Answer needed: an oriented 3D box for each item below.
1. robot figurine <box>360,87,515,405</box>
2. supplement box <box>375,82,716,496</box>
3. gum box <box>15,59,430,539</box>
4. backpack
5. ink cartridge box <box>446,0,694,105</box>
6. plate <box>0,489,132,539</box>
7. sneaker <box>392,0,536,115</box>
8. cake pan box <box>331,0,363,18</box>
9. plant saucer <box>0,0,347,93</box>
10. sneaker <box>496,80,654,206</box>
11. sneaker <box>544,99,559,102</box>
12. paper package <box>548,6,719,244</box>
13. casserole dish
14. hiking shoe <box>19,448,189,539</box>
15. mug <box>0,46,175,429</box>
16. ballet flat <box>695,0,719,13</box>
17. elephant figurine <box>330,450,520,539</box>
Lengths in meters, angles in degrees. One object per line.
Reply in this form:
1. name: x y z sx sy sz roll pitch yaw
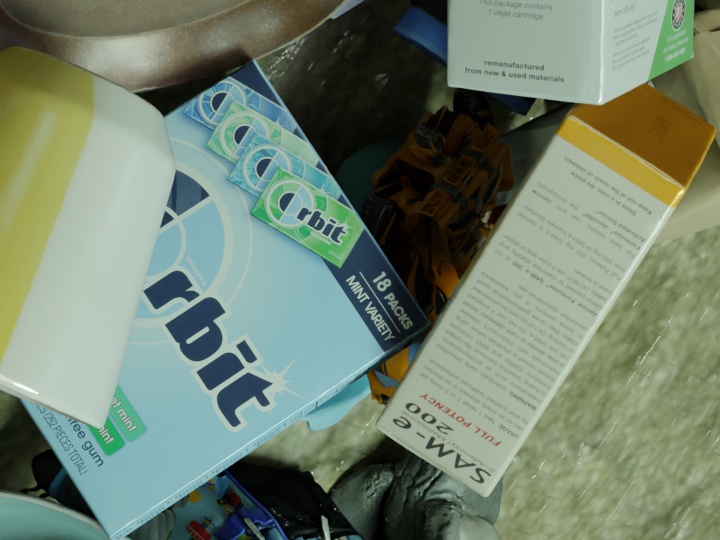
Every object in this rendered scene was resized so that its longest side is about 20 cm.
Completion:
1. robot figurine: 0.045 -0.010 1.335 0.145 0.058 0.200 -51 157 -31
2. supplement box: 0.097 0.002 1.216 0.200 0.073 0.126 -59 176 22
3. gum box: -0.092 0.016 1.221 0.200 0.170 0.045 -33 174 -8
4. backpack: -0.057 0.231 1.400 0.134 0.200 0.183 17 108 -47
5. ink cartridge box: 0.110 -0.196 1.167 0.145 0.087 0.201 -29 124 -59
6. plate: -0.158 0.184 1.306 0.201 0.199 0.026 77 32 -43
7. sneaker: 0.077 -0.140 1.299 0.078 0.070 0.200 -57 168 5
8. cake pan box: 0.025 -0.258 1.221 0.184 0.052 0.200 -33 136 -21
9. plant saucer: -0.096 -0.143 1.146 0.200 0.035 0.200 -13 163 -4
10. sneaker: 0.135 -0.040 1.347 0.074 0.200 0.116 -26 92 -18
11. sneaker: 0.151 -0.162 1.326 0.082 0.070 0.200 4 147 -6
12. paper package: 0.239 -0.094 1.395 0.190 0.104 0.200 -15 173 -22
13. casserole dish: 0.000 0.000 1.379 0.121 0.039 0.201 -15 130 -59
14. hiking shoe: -0.113 0.052 1.312 0.200 0.086 0.074 -61 158 -22
15. mug: -0.167 -0.026 1.108 0.154 0.149 0.187 -66 160 -7
16. ballet flat: 0.180 -0.190 1.397 0.200 0.062 0.068 22 104 -47
17. elephant figurine: 0.049 0.168 1.524 0.141 0.155 0.201 -5 123 15
